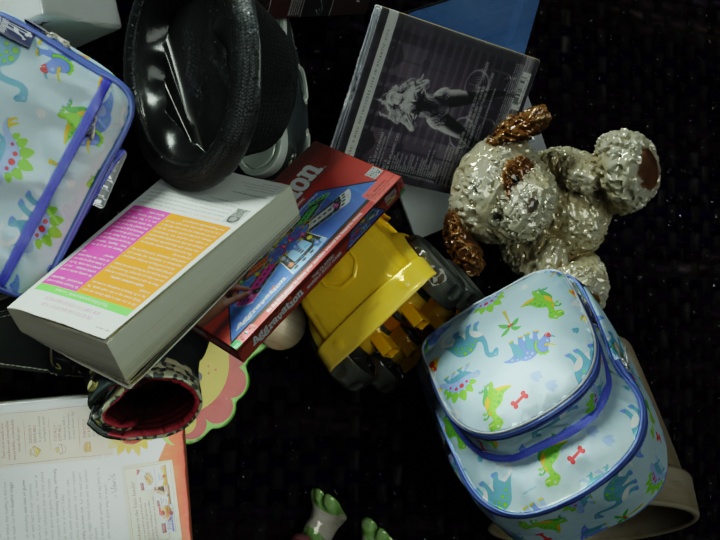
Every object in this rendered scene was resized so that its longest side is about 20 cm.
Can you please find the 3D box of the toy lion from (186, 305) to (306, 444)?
[{"bbox_3d":[-0.160,0.043,0.953,0.190,0.069,0.202,-31,96,-15],"label":"toy lion"}]

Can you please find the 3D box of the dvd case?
[{"bbox_3d":[0.071,-0.152,1.013,0.198,0.016,0.151,8,107,-36],"label":"dvd case"}]

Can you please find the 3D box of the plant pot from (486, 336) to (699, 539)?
[{"bbox_3d":[0.215,0.160,1.036,0.197,0.200,0.176,8,66,-21],"label":"plant pot"}]

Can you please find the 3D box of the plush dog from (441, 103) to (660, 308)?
[{"bbox_3d":[0.165,-0.068,1.035,0.170,0.160,0.202,21,99,-24],"label":"plush dog"}]

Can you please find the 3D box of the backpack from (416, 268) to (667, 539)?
[{"bbox_3d":[0.148,0.116,0.895,0.181,0.201,0.147,-29,138,7],"label":"backpack"}]

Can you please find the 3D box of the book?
[{"bbox_3d":[-0.159,-0.010,0.829,0.200,0.132,0.049,-46,135,-32],"label":"book"}]

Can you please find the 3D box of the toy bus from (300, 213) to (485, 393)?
[{"bbox_3d":[0.000,0.000,0.977,0.136,0.200,0.193,-44,70,9],"label":"toy bus"}]

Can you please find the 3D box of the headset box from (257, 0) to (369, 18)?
[{"bbox_3d":[-0.098,-0.306,0.972,0.197,0.075,0.150,-8,58,-22],"label":"headset box"}]

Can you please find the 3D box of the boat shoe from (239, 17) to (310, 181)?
[{"bbox_3d":[-0.086,-0.174,1.003,0.060,0.075,0.203,25,60,-57],"label":"boat shoe"}]

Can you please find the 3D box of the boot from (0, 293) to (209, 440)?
[{"bbox_3d":[-0.215,0.069,0.838,0.200,0.154,0.075,-1,112,-8],"label":"boot"}]

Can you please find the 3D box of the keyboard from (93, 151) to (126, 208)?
[{"bbox_3d":[-0.294,-0.119,0.885,0.198,0.011,0.057,27,75,-19],"label":"keyboard"}]

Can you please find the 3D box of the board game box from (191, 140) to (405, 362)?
[{"bbox_3d":[-0.064,-0.022,0.861,0.200,0.102,0.020,-47,140,-23],"label":"board game box"}]

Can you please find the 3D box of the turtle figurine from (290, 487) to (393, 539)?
[{"bbox_3d":[-0.070,0.277,0.917,0.200,0.143,0.194,47,66,-15],"label":"turtle figurine"}]

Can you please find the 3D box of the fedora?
[{"bbox_3d":[-0.113,-0.165,0.873,0.091,0.199,0.204,0,84,-46],"label":"fedora"}]

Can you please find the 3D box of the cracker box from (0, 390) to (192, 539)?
[{"bbox_3d":[-0.242,0.171,0.882,0.197,0.058,0.136,-4,87,-11],"label":"cracker box"}]

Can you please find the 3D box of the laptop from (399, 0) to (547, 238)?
[{"bbox_3d":[0.117,-0.160,1.055,0.185,0.116,0.203,-21,93,-22],"label":"laptop"}]

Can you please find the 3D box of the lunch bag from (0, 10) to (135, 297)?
[{"bbox_3d":[-0.278,-0.091,0.841,0.160,0.082,0.202,30,89,-23],"label":"lunch bag"}]

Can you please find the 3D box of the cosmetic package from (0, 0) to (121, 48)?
[{"bbox_3d":[-0.280,-0.297,0.905,0.101,0.070,0.203,-11,88,-62],"label":"cosmetic package"}]
